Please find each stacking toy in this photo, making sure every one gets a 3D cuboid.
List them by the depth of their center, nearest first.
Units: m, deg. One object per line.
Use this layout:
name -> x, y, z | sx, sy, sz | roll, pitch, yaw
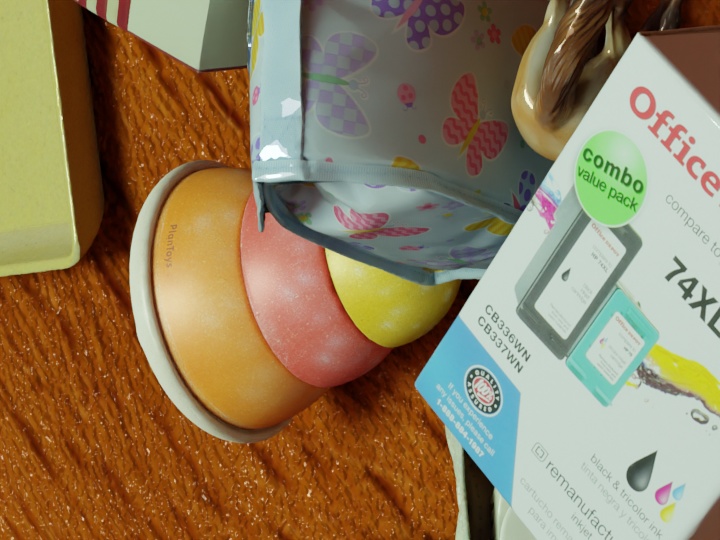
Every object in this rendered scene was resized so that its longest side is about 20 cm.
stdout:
stacking toy -> 0.000, 0.000, 1.266 | 0.200, 0.146, 0.146 | -13, 85, 32

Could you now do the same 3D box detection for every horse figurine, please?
horse figurine -> 0.107, -0.084, 1.084 | 0.050, 0.200, 0.133 | 22, 94, 21

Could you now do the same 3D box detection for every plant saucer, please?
plant saucer -> -0.219, -0.096, 1.532 | 0.200, 0.048, 0.200 | -6, 91, 48

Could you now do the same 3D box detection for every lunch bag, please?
lunch bag -> 0.015, -0.096, 1.123 | 0.127, 0.200, 0.170 | -8, 76, 31

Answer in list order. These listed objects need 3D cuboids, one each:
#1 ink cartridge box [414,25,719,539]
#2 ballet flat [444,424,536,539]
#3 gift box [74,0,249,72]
ink cartridge box -> 0.153, 0.018, 1.058 | 0.147, 0.146, 0.200 | 50, 128, 28
ballet flat -> 0.075, 0.092, 1.180 | 0.062, 0.067, 0.200 | 107, 164, -61
gift box -> -0.066, -0.218, 1.246 | 0.200, 0.184, 0.187 | 30, 119, 35
